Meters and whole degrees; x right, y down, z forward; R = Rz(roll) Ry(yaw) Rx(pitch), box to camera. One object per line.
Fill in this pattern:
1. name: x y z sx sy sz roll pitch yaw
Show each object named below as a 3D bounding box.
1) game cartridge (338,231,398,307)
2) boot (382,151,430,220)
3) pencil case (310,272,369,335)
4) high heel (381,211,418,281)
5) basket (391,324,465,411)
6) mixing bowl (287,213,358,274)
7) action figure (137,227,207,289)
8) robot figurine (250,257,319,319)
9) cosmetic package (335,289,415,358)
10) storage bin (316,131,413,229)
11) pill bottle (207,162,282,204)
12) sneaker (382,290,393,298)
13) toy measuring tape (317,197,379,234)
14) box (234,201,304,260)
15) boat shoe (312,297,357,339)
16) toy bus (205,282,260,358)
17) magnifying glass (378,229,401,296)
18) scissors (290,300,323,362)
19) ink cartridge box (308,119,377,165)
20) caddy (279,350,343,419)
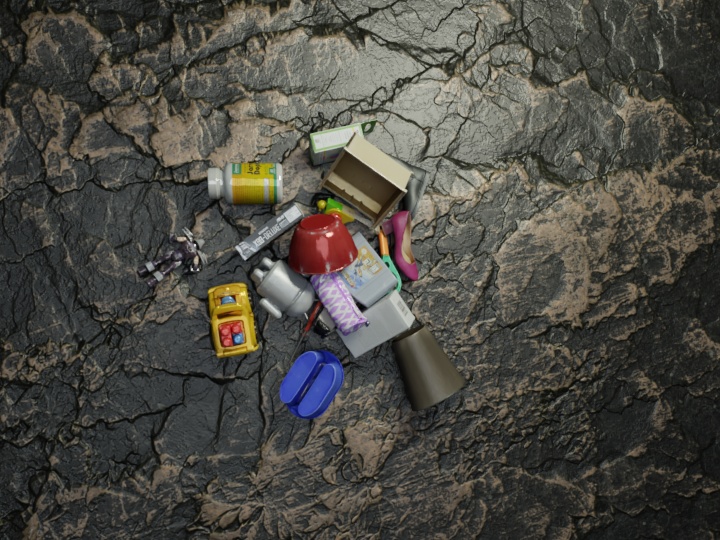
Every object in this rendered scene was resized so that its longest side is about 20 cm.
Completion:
1. game cartridge: 0.000 0.000 1.682 0.133 0.042 0.200 -36 63 -4
2. boot: 0.086 -0.252 1.733 0.198 0.066 0.166 21 80 -11
3. pencil case: -0.059 0.081 1.624 0.083 0.086 0.201 -26 73 -32
4. high heel: 0.139 -0.069 1.719 0.096 0.067 0.201 -23 101 35
5. basket: 0.181 0.272 1.719 0.179 0.136 0.201 -28 91 -12
6. mixing bowl: -0.108 -0.084 1.621 0.198 0.201 0.109 -11 120 -9
7. action figure: -0.509 -0.035 1.638 0.199 0.069 0.131 -33 88 -12
8. robot figurine: -0.209 0.050 1.661 0.199 0.113 0.170 37 72 -8
9. cosmetic package: 0.042 0.151 1.676 0.199 0.071 0.102 -32 96 25
10. storage bin: 0.008 -0.240 1.642 0.199 0.199 0.094 33 48 -9
11. pill bottle: -0.315 -0.239 1.644 0.198 0.113 0.114 -1 90 -9
12. sneaker: 0.076 0.056 1.730 0.087 0.074 0.201 -34 95 -13
13. toy measuring tape: -0.041 -0.143 1.718 0.199 0.073 0.074 27 86 -19
14. box: -0.248 -0.103 1.633 0.199 0.158 0.050 -38 96 -7
15. boat shoe: -0.068 0.109 1.712 0.075 0.093 0.200 41 56 4
16. toy bus: -0.349 0.137 1.600 0.134 0.192 0.202 -9 90 -8
17. magnifying glass: 0.074 -0.022 1.719 0.079 0.022 0.202 5 66 -30
18. scissors: -0.156 0.172 1.692 0.014 0.073 0.201 30 87 4
19. ink cartridge box: -0.045 -0.362 1.690 0.198 0.104 0.060 -15 83 -9
20. caddy: -0.136 0.320 1.680 0.141 0.105 0.201 32 85 15
